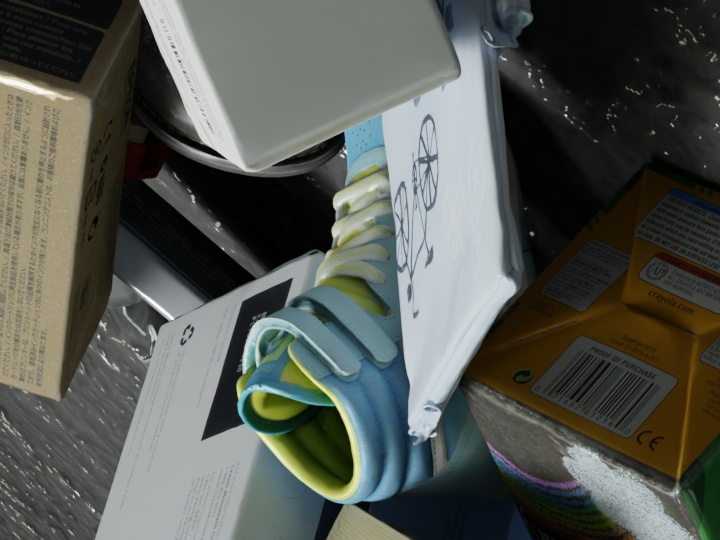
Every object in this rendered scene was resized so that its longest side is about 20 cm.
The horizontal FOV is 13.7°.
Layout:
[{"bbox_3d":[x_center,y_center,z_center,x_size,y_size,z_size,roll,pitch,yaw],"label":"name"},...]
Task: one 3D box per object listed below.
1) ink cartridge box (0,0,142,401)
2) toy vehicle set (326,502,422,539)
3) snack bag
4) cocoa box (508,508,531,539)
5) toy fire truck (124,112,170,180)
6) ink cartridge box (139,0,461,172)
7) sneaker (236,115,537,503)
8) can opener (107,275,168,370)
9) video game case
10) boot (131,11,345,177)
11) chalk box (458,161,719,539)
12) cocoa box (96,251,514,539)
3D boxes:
[{"bbox_3d":[-0.189,-0.051,1.327,0.164,0.075,0.201,18,138,5],"label":"ink cartridge box"},{"bbox_3d":[0.090,0.157,1.184,0.199,0.027,0.124,30,177,-29],"label":"toy vehicle set"},{"bbox_3d":[0.034,-0.057,1.087,0.189,0.021,0.201,115,152,-68],"label":"snack bag"},{"bbox_3d":[0.061,0.186,1.428,0.131,0.200,0.134,41,162,14],"label":"cocoa box"},{"bbox_3d":[-0.186,-0.101,1.426,0.141,0.049,0.200,34,-166,28],"label":"toy fire truck"},{"bbox_3d":[-0.041,-0.120,1.053,0.200,0.083,0.145,-147,34,-81],"label":"ink cartridge box"},{"bbox_3d":[0.000,0.000,1.199,0.079,0.130,0.201,-38,65,55],"label":"sneaker"},{"bbox_3d":[-0.121,-0.009,1.660,0.066,0.053,0.200,-14,127,28],"label":"can opener"},{"bbox_3d":[-0.077,0.009,1.492,0.200,0.023,0.182,40,-175,-2],"label":"video game case"},{"bbox_3d":[-0.080,-0.139,1.278,0.200,0.069,0.174,35,151,8],"label":"boot"},{"bbox_3d":[0.144,0.082,1.173,0.125,0.124,0.200,27,154,41],"label":"chalk box"},{"bbox_3d":[-0.027,0.121,1.280,0.131,0.201,0.133,29,150,-25],"label":"cocoa box"}]
